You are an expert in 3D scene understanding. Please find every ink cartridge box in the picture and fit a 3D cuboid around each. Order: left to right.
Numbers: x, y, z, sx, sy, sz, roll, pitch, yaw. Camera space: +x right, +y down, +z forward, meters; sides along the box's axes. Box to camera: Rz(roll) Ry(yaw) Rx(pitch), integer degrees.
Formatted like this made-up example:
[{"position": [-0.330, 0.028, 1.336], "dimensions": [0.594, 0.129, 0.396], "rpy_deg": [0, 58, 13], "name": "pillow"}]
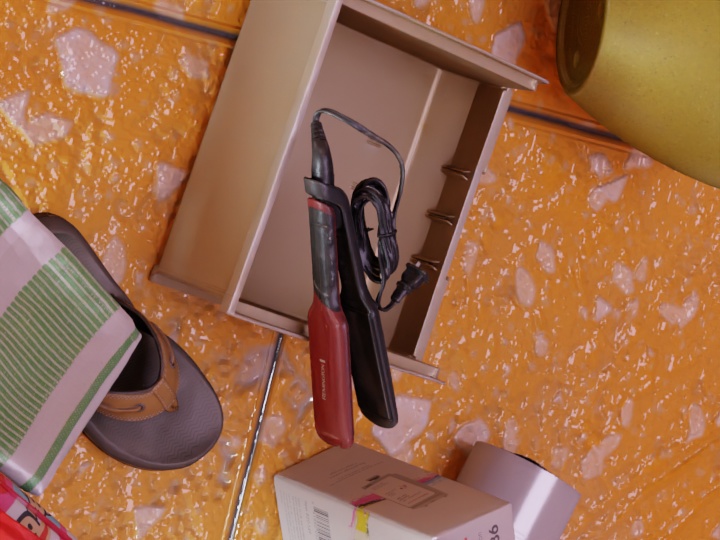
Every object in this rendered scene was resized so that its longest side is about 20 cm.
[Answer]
[{"position": [0.037, 0.190, 1.736], "dimensions": [0.067, 0.200, 0.117], "rpy_deg": [-22, 115, -33], "name": "ink cartridge box"}]

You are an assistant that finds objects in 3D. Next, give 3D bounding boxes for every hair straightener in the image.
[{"position": [0.000, 0.000, 1.648], "dimensions": [0.077, 0.041, 0.201], "rpy_deg": [-19, 109, -35], "name": "hair straightener"}]

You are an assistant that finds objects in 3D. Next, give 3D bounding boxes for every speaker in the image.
[{"position": [0.068, 0.215, 1.847], "dimensions": [0.081, 0.081, 0.200], "rpy_deg": [34, 79, -40], "name": "speaker"}]

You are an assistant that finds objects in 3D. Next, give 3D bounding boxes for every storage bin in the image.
[{"position": [-0.001, -0.053, 1.712], "dimensions": [0.198, 0.094, 0.201], "rpy_deg": [20, 88, -40], "name": "storage bin"}]

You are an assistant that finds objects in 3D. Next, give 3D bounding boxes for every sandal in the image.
[{"position": [-0.141, 0.047, 1.648], "dimensions": [0.082, 0.055, 0.200], "rpy_deg": [-45, 125, -21], "name": "sandal"}]

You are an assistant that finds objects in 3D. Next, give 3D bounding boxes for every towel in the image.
[{"position": [-0.211, 0.010, 1.534], "dimensions": [0.200, 0.023, 0.153], "rpy_deg": [51, 40, -20], "name": "towel"}]

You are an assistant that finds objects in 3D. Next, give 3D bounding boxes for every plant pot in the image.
[{"position": [0.208, -0.152, 1.816], "dimensions": [0.141, 0.200, 0.201], "rpy_deg": [6, 98, -14], "name": "plant pot"}]

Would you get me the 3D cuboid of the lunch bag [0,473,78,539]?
[{"position": [-0.220, 0.139, 1.527], "dimensions": [0.082, 0.176, 0.200], "rpy_deg": [-55, 128, -15], "name": "lunch bag"}]
